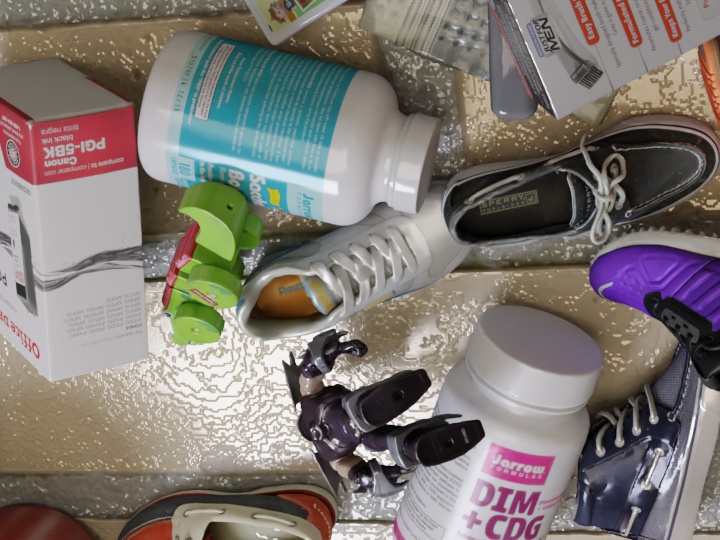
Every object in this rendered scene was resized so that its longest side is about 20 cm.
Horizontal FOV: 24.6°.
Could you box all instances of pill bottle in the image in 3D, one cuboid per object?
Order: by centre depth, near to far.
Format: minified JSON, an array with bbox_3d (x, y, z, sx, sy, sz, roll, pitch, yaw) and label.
[{"bbox_3d":[-0.048,-0.096,1.166,0.200,0.111,0.111,14,115,9],"label":"pill bottle"},{"bbox_3d":[0.102,0.134,1.224,0.113,0.113,0.200,20,116,6],"label":"pill bottle"}]

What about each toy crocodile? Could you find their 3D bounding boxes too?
[{"bbox_3d":[-0.116,0.001,1.209,0.062,0.068,0.200,21,154,-6],"label":"toy crocodile"}]

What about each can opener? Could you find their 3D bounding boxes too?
[{"bbox_3d":[0.117,-0.199,1.082,0.067,0.053,0.200,1,114,12],"label":"can opener"}]

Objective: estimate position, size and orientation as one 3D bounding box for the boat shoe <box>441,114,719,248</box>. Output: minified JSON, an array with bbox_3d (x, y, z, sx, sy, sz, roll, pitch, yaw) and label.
[{"bbox_3d":[0.154,-0.057,1.136,0.199,0.068,0.074,-8,109,1],"label":"boat shoe"}]

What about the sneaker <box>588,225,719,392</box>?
[{"bbox_3d":[0.235,0.031,1.117,0.200,0.100,0.070,4,157,39],"label":"sneaker"}]

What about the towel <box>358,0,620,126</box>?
[{"bbox_3d":[0.114,-0.218,1.122,0.192,0.035,0.200,23,114,1],"label":"towel"}]

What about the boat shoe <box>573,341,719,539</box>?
[{"bbox_3d":[0.210,0.115,1.209,0.093,0.075,0.200,8,114,5],"label":"boat shoe"}]

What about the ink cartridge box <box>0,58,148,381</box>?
[{"bbox_3d":[-0.226,-0.039,1.213,0.147,0.083,0.200,31,128,51],"label":"ink cartridge box"}]

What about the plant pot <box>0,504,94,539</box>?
[{"bbox_3d":[-0.300,0.304,1.356,0.201,0.195,0.201,5,113,12],"label":"plant pot"}]

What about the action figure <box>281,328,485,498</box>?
[{"bbox_3d":[0.005,0.108,1.191,0.130,0.069,0.200,58,158,-10],"label":"action figure"}]

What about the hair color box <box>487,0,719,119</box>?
[{"bbox_3d":[0.183,-0.194,1.045,0.200,0.064,0.111,-28,115,-3],"label":"hair color box"}]

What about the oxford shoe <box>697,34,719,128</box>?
[{"bbox_3d":[0.286,-0.090,1.106,0.073,0.071,0.200,-26,119,17],"label":"oxford shoe"}]

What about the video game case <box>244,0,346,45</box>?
[{"bbox_3d":[-0.040,-0.282,1.116,0.182,0.022,0.200,-29,96,27],"label":"video game case"}]

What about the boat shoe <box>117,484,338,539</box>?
[{"bbox_3d":[-0.116,0.220,1.347,0.200,0.063,0.071,-11,111,20],"label":"boat shoe"}]

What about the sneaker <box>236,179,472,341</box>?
[{"bbox_3d":[0.000,0.000,1.213,0.200,0.081,0.077,-26,102,21],"label":"sneaker"}]
